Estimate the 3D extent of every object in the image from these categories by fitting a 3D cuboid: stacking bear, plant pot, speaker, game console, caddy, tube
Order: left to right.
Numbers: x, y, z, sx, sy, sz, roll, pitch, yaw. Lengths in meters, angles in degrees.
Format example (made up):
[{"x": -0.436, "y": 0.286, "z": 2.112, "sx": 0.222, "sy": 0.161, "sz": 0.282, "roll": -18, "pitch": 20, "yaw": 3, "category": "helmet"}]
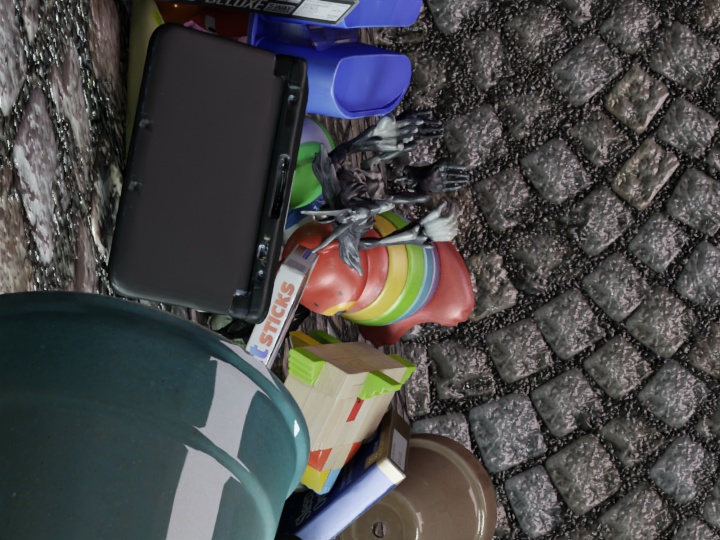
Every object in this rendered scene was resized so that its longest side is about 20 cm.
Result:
[{"x": -0.133, "y": 0.146, "z": 0.891, "sx": 0.201, "sy": 0.199, "sz": 0.197, "roll": 77, "pitch": 17, "yaw": -49, "category": "plant pot"}, {"x": -0.160, "y": -0.139, "z": 1.556, "sx": 0.058, "sy": 0.052, "sz": 0.201, "roll": -49, "pitch": -143, "yaw": 43, "category": "tube"}, {"x": -0.111, "y": -0.069, "z": 1.507, "sx": 0.176, "sy": 0.116, "sz": 0.201, "roll": 106, "pitch": -6, "yaw": -87, "category": "game console"}, {"x": -0.095, "y": -0.077, "z": 1.648, "sx": 0.200, "sy": 0.088, "sz": 0.089, "roll": -29, "pitch": 114, "yaw": -60, "category": "speaker"}, {"x": -0.029, "y": -0.204, "z": 1.698, "sx": 0.200, "sy": 0.105, "sz": 0.142, "roll": -15, "pitch": 115, "yaw": -64, "category": "caddy"}, {"x": 0.000, "y": 0.000, "z": 1.780, "sx": 0.200, "sy": 0.121, "sz": 0.114, "roll": 7, "pitch": 68, "yaw": -62, "category": "stacking bear"}, {"x": 0.059, "y": 0.322, "z": 2.587, "sx": 0.174, "sy": 0.199, "sz": 0.201, "roll": -8, "pitch": 92, "yaw": -67, "category": "plant pot"}]

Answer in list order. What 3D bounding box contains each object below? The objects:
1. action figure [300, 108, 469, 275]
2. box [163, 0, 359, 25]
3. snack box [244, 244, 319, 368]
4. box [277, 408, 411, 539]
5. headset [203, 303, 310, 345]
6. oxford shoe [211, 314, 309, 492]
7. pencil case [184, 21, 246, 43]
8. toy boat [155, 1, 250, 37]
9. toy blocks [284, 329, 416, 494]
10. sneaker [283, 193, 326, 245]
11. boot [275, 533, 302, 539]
[{"x": 0.026, "y": -0.075, "z": 1.685, "sx": 0.200, "sy": 0.102, "sz": 0.119, "roll": -44, "pitch": 116, "yaw": -56, "category": "action figure"}, {"x": -0.103, "y": -0.283, "z": 1.558, "sx": 0.050, "sy": 0.199, "sz": 0.159, "roll": 143, "pitch": -52, "yaw": -58, "category": "box"}, {"x": -0.087, "y": 0.078, "z": 1.644, "sx": 0.072, "sy": 0.024, "sz": 0.201, "roll": -61, "pitch": 175, "yaw": -73, "category": "snack box"}, {"x": -0.036, "y": 0.221, "z": 1.853, "sx": 0.032, "sy": 0.200, "sz": 0.121, "roll": 44, "pitch": 15, "yaw": -10, "category": "box"}, {"x": -0.108, "y": 0.020, "z": 1.765, "sx": 0.124, "sy": 0.094, "sz": 0.200, "roll": 58, "pitch": 7, "yaw": -18, "category": "headset"}, {"x": -0.099, "y": 0.119, "z": 1.842, "sx": 0.075, "sy": 0.058, "sz": 0.201, "roll": -45, "pitch": 120, "yaw": -46, "category": "oxford shoe"}, {"x": -0.120, "y": -0.169, "z": 1.804, "sx": 0.083, "sy": 0.086, "sz": 0.201, "roll": 23, "pitch": 55, "yaw": -48, "category": "pencil case"}, {"x": -0.137, "y": -0.263, "z": 1.685, "sx": 0.131, "sy": 0.130, "sz": 0.200, "roll": -60, "pitch": 158, "yaw": -22, "category": "toy boat"}, {"x": -0.033, "y": 0.137, "z": 1.782, "sx": 0.137, "sy": 0.100, "sz": 0.200, "roll": -64, "pitch": 161, "yaw": 10, "category": "toy blocks"}, {"x": -0.082, "y": -0.079, "z": 1.882, "sx": 0.200, "sy": 0.078, "sz": 0.090, "roll": 5, "pitch": -62, "yaw": 68, "category": "sneaker"}, {"x": -0.073, "y": 0.348, "z": 1.695, "sx": 0.200, "sy": 0.076, "sz": 0.169, "roll": -77, "pitch": 157, "yaw": -52, "category": "boot"}]
